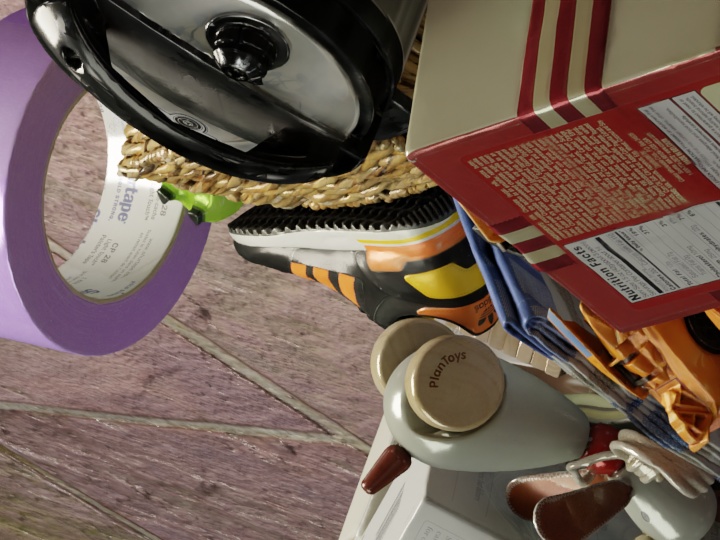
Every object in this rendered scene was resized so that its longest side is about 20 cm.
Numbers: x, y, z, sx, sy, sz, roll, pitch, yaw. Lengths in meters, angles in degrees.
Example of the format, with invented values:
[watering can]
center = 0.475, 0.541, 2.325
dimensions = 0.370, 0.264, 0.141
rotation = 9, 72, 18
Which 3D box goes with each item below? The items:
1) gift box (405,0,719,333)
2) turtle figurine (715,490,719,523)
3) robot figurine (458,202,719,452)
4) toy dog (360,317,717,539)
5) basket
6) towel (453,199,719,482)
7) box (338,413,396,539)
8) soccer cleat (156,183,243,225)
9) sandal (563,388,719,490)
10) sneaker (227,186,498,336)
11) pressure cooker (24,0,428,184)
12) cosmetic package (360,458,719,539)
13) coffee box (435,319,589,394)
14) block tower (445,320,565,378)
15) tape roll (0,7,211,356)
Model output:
[gift box]
center = 0.151, -0.104, 1.212
dimensions = 0.200, 0.187, 0.185
rotation = -15, 142, 32
[turtle figurine]
center = 0.280, 0.108, 1.754
dimensions = 0.161, 0.064, 0.200
rotation = -25, 153, 14
[robot figurine]
center = 0.127, -0.012, 1.387
dimensions = 0.200, 0.058, 0.145
rotation = 44, 137, -8
[toy dog]
center = 0.081, 0.104, 1.519
dimensions = 0.200, 0.096, 0.132
rotation = 30, 178, 10
[basket]
center = -0.021, -0.119, 1.503
dimensions = 0.143, 0.149, 0.200
rotation = 10, 168, -26
[towel]
center = 0.126, 0.024, 1.535
dimensions = 0.200, 0.024, 0.147
rotation = 35, -157, -37
[box]
center = 0.101, 0.151, 1.845
dimensions = 0.200, 0.128, 0.109
rotation = 22, 167, -3
[soccer cleat]
center = -0.085, -0.112, 1.676
dimensions = 0.067, 0.081, 0.200
rotation = 35, 149, 28
[sandal]
center = 0.169, 0.082, 1.709
dimensions = 0.201, 0.057, 0.080
rotation = 5, 150, 51
[sneaker]
center = 0.000, 0.000, 1.615
dimensions = 0.200, 0.070, 0.090
rotation = 1, 121, 55
[pressure cooker]
center = -0.054, -0.142, 1.288
dimensions = 0.176, 0.200, 0.179
rotation = 12, 155, 16
[cosmetic package]
center = 0.104, 0.186, 1.667
dimensions = 0.200, 0.123, 0.199
rotation = 28, -164, -3
[coffee box]
center = 0.151, 0.051, 1.837
dimensions = 0.200, 0.080, 0.114
rotation = 10, 159, 33
[block tower]
center = 0.060, 0.000, 1.768
dimensions = 0.200, 0.058, 0.054
rotation = 23, -160, 22
[tape roll]
center = -0.166, -0.053, 1.713
dimensions = 0.066, 0.200, 0.200
rotation = 12, 160, 32
